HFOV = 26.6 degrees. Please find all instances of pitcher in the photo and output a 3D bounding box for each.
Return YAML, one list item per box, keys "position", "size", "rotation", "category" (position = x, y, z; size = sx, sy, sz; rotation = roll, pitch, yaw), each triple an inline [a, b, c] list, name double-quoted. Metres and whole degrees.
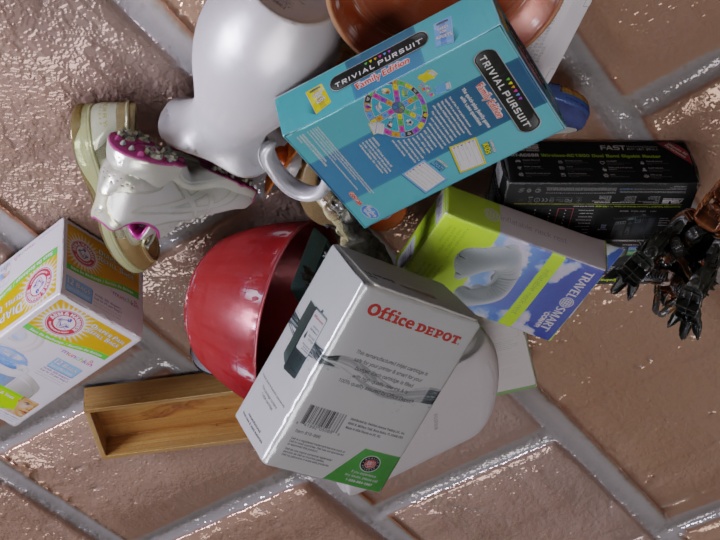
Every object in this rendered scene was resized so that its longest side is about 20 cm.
- position: [-0.072, -0.159, 1.320]
  size: [0.171, 0.121, 0.200]
  rotation: [31, 136, -2]
  category: "pitcher"

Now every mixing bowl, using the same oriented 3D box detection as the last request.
- position: [-0.107, 0.036, 1.523]
  size: [0.108, 0.201, 0.201]
  rotation: [13, 143, 19]
  category: "mixing bowl"

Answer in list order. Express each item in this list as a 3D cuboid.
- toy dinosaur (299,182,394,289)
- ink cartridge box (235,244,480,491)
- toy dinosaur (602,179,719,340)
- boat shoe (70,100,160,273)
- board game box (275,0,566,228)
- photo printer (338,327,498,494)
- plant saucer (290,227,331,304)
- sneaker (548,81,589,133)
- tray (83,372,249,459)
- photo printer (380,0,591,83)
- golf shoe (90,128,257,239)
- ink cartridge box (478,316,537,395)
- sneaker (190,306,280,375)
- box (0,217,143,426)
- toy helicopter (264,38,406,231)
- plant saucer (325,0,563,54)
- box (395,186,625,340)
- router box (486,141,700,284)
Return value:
- position: [0.000, 0.000, 1.455]
  size: [0.088, 0.048, 0.200]
  rotation: [-26, 132, 24]
  category: "toy dinosaur"
- position: [-0.003, 0.093, 1.424]
  size: [0.146, 0.083, 0.201]
  rotation: [20, 108, -35]
  category: "ink cartridge box"
- position: [0.312, -0.019, 1.475]
  size: [0.102, 0.136, 0.201]
  rotation: [20, 139, 31]
  category: "toy dinosaur"
- position: [-0.218, -0.077, 1.447]
  size: [0.063, 0.073, 0.201]
  rotation: [-7, 131, 7]
  category: "boat shoe"
- position: [0.052, -0.131, 1.275]
  size: [0.199, 0.047, 0.151]
  rotation: [-26, 142, 14]
  category: "board game box"
- position: [0.055, 0.138, 1.607]
  size: [0.199, 0.070, 0.167]
  rotation: [-24, 143, -14]
  category: "photo printer"
- position: [-0.028, 0.035, 1.557]
  size: [0.019, 0.070, 0.200]
  rotation: [11, 155, 21]
  category: "plant saucer"
- position: [0.116, -0.127, 1.404]
  size: [0.198, 0.089, 0.075]
  rotation: [0, 164, -11]
  category: "sneaker"
- position: [-0.208, 0.163, 1.742]
  size: [0.198, 0.037, 0.099]
  rotation: [-7, 139, 1]
  category: "tray"
- position: [0.092, -0.241, 1.303]
  size: [0.199, 0.070, 0.167]
  rotation: [8, 136, -16]
  category: "photo printer"
- position: [-0.175, -0.071, 1.410]
  size: [0.200, 0.075, 0.092]
  rotation: [11, 108, -55]
  category: "golf shoe"
- position: [0.109, 0.071, 1.674]
  size: [0.144, 0.048, 0.201]
  rotation: [-12, 136, 6]
  category: "ink cartridge box"
- position: [-0.081, 0.073, 1.633]
  size: [0.198, 0.075, 0.088]
  rotation: [2, 131, -11]
  category: "sneaker"
- position: [-0.327, 0.055, 1.554]
  size: [0.199, 0.102, 0.112]
  rotation: [-33, 133, 26]
  category: "box"
- position: [-0.028, -0.128, 1.422]
  size: [0.131, 0.079, 0.201]
  rotation: [-6, 126, -4]
  category: "toy helicopter"
- position: [0.069, -0.241, 1.226]
  size: [0.199, 0.032, 0.201]
  rotation: [-4, 138, -4]
  category: "plant saucer"
- position: [0.147, -0.003, 1.500]
  size: [0.199, 0.048, 0.122]
  rotation: [19, 136, -15]
  category: "box"
- position: [0.225, -0.056, 1.535]
  size: [0.198, 0.062, 0.150]
  rotation: [0, 137, -8]
  category: "router box"
